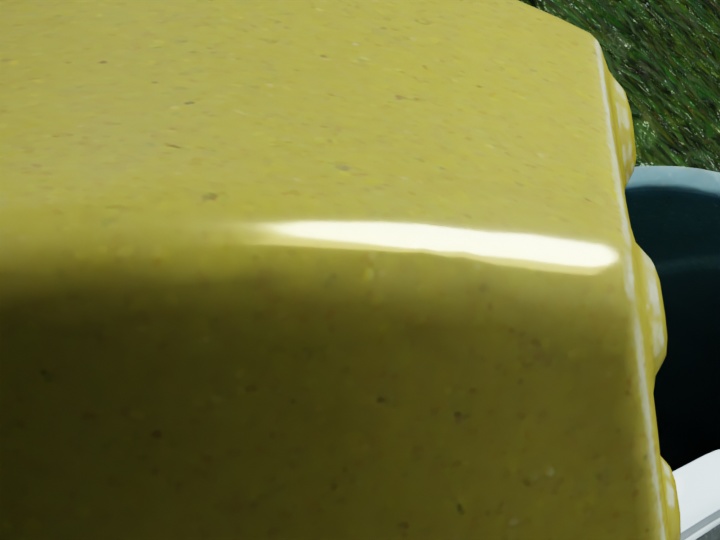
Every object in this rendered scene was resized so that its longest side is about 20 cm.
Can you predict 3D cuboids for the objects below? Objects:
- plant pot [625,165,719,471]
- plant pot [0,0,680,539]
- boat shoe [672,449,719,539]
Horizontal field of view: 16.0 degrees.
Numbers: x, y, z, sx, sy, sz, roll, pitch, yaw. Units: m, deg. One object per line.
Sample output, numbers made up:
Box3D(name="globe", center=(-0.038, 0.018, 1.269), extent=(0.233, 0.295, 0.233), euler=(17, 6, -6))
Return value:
Box3D(name="plant pot", center=(0.123, 0.093, 0.831), extent=(0.196, 0.200, 0.200), euler=(31, 21, -52))
Box3D(name="plant pot", center=(-0.042, 0.039, 0.470), extent=(0.196, 0.200, 0.194), euler=(-87, 168, -66))
Box3D(name="boat shoe", center=(0.041, 0.120, 0.672), extent=(0.200, 0.069, 0.057), euler=(-34, 79, -29))
